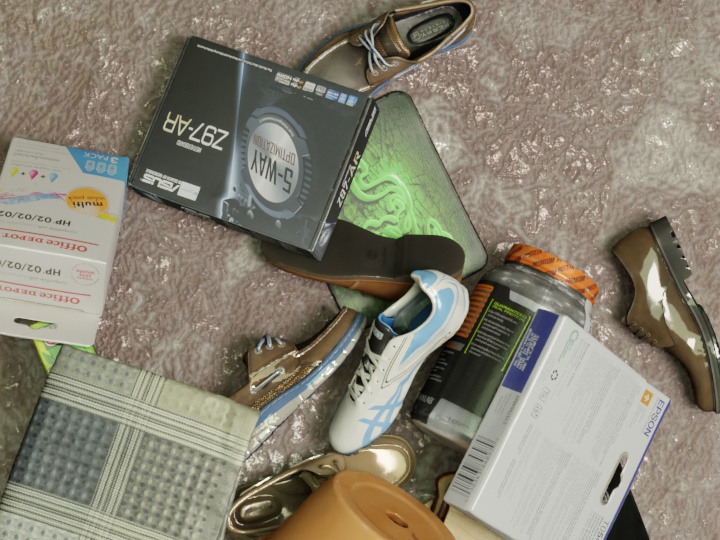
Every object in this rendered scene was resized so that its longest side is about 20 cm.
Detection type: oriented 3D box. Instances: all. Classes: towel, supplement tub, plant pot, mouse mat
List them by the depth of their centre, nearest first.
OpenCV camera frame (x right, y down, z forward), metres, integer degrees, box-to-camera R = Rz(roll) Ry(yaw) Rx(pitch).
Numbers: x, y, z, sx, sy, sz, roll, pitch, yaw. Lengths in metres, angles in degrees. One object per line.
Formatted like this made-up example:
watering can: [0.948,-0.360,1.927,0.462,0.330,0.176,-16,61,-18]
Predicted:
towel: [-0.207,0.185,1.407,0.198,0.035,0.194,20,80,-3]
plant pot: [-0.002,0.275,1.421,0.199,0.200,0.141,32,103,-4]
supplement tub: [0.143,0.084,1.515,0.122,0.123,0.201,30,83,-4]
mouse mat: [0.018,-0.061,1.570,0.160,0.008,0.201,-26,90,-9]

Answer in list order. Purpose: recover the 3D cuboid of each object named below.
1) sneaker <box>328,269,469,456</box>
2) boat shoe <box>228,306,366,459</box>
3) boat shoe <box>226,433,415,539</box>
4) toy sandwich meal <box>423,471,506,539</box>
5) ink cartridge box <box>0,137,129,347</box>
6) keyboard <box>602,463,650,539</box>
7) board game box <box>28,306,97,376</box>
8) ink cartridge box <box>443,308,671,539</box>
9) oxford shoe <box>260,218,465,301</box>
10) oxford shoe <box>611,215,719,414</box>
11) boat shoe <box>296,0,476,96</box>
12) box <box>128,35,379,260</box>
sneaker: [0.023,0.084,1.479,0.072,0.072,0.201,26,105,-31]
boat shoe: [-0.080,0.100,1.502,0.072,0.072,0.200,45,81,0]
boat shoe: [-0.037,0.212,1.509,0.199,0.065,0.072,-21,88,-9]
toy sandwich meal: [0.111,0.299,1.518,0.203,0.070,0.207,1,85,-8]
ink cartridge box: [-0.280,-0.028,1.436,0.114,0.068,0.201,9,40,-7]
keyboard: [0.222,0.236,1.565,0.104,0.040,0.201,-19,87,-32]
board game box: [-0.245,0.138,1.469,0.047,0.102,0.201,-23,88,-9]
ink cartridge box: [0.186,0.163,1.466,0.200,0.040,0.201,36,78,-41]
oxford shoe: [0.000,0.000,1.528,0.198,0.072,0.072,11,55,7]
oxford shoe: [0.306,0.054,1.575,0.084,0.073,0.201,-23,87,8]
boat shoe: [0.023,-0.221,1.550,0.199,0.072,0.073,-31,90,-9]
box: [-0.102,-0.118,1.509,0.199,0.044,0.161,20,82,14]
